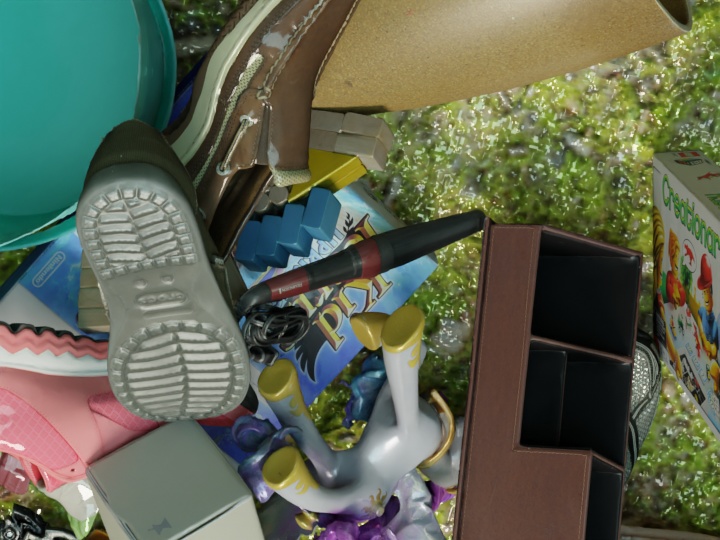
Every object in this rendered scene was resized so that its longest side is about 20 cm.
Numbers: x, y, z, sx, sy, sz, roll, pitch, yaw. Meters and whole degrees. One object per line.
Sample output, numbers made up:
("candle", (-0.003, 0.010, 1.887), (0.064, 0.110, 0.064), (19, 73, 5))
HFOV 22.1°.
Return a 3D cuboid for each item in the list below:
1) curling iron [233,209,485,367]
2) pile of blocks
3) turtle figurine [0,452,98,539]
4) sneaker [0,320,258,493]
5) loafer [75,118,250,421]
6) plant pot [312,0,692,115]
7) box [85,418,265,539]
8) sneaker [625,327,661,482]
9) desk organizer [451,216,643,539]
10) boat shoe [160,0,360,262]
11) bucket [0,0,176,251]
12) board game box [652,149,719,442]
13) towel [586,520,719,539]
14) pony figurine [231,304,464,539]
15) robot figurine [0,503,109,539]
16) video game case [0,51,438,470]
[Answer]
("curling iron", (0.000, 0.000, 1.026), (0.026, 0.199, 0.050), (39, 135, 25))
("pile of blocks", (-0.062, -0.015, 1.019), (0.199, 0.062, 0.082), (-28, 67, 7))
("turtle figurine", (-0.252, 0.111, 1.046), (0.193, 0.144, 0.201), (22, 68, -22))
("sneaker", (-0.151, 0.080, 1.009), (0.199, 0.074, 0.087), (11, 83, -32))
("loafer", (-0.095, 0.003, 0.921), (0.075, 0.070, 0.201), (-3, 140, 0))
("plant pot", (0.048, -0.169, 0.991), (0.199, 0.187, 0.187), (-25, 108, 20))
("box", (-0.087, 0.182, 1.027), (0.068, 0.082, 0.201), (-28, 136, -18))
("sneaker", (0.137, 0.128, 1.120), (0.077, 0.085, 0.201), (15, 103, -10))
("desk organizer", (0.108, 0.075, 1.051), (0.076, 0.072, 0.202), (0, 76, 25))
("boat shoe", (-0.048, -0.074, 0.942), (0.075, 0.075, 0.203), (46, 119, 14))
("bucket", (-0.198, -0.110, 0.972), (0.205, 0.135, 0.209), (1, 96, 5))
("board game box", (0.202, 0.017, 1.033), (0.034, 0.200, 0.127), (-4, 107, -4))
("towel", (0.166, 0.249, 1.143), (0.190, 0.032, 0.201), (10, 108, -40))
("pony figurine", (0.004, 0.124, 1.061), (0.193, 0.166, 0.200), (-48, 142, -7))
("robot figurine", (-0.181, 0.217, 1.128), (0.199, 0.058, 0.146), (15, 104, -10))
("video game case", (-0.086, 0.007, 1.084), (0.181, 0.045, 0.200), (40, 98, -16))
